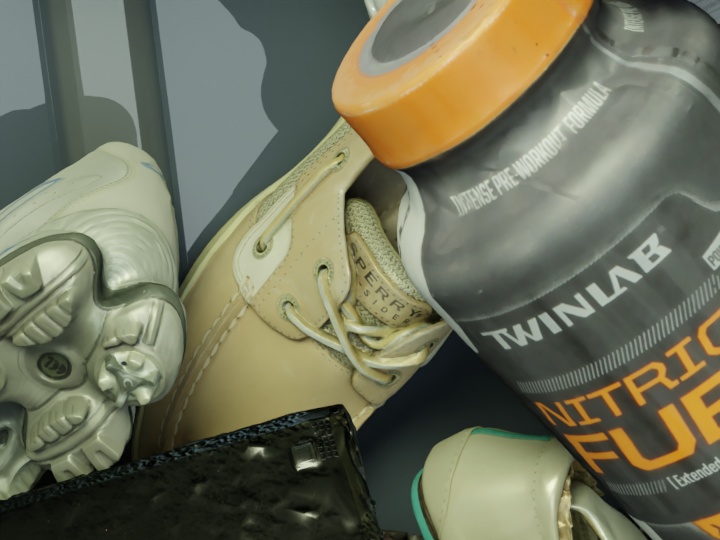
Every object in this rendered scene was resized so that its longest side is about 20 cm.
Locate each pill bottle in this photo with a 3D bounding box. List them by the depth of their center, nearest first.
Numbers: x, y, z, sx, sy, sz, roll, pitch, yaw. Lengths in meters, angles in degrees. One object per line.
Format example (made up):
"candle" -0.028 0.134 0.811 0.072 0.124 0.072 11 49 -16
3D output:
"pill bottle" 0.081 0.000 0.688 0.106 0.106 0.200 -44 110 1

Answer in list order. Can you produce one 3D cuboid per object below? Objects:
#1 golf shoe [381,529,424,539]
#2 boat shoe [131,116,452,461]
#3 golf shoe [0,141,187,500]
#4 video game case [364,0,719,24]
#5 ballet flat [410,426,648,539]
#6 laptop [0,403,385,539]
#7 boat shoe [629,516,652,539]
"golf shoe" -0.028 0.119 0.803 0.199 0.092 0.073 14 66 -29
"boat shoe" 0.000 0.000 0.778 0.072 0.065 0.200 36 94 -15
"golf shoe" -0.120 0.039 0.764 0.200 0.097 0.078 -36 116 27
"video game case" 0.080 -0.145 0.691 0.199 0.024 0.183 -26 128 -8
"ballet flat" 0.079 0.134 0.775 0.069 0.069 0.201 -26 106 -4
"laptop" -0.058 0.165 0.694 0.176 0.201 0.103 -16 149 -2
"boat shoe" 0.092 0.050 0.793 0.063 0.072 0.201 -13 102 -38
